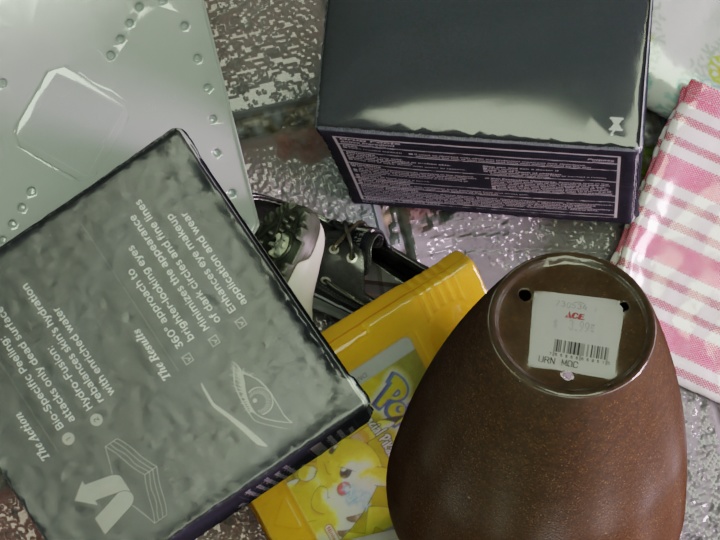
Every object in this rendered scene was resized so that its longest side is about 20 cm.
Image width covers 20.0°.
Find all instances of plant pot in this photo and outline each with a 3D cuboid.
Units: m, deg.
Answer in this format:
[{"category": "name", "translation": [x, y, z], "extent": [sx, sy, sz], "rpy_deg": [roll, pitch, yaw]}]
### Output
[{"category": "plant pot", "translation": [0.112, 0.083, 1.184], "extent": [0.187, 0.200, 0.187], "rpy_deg": [1, 58, -2]}]

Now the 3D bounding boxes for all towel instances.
[{"category": "towel", "translation": [0.259, -0.193, 1.441], "extent": [0.171, 0.048, 0.200], "rpy_deg": [28, 79, -2]}, {"category": "towel", "translation": [0.253, -0.014, 1.399], "extent": [0.146, 0.030, 0.200], "rpy_deg": [22, 92, -3]}]

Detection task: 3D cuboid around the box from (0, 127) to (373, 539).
[{"category": "box", "translation": [-0.128, 0.058, 1.202], "extent": [0.200, 0.117, 0.197], "rpy_deg": [-34, 83, -3]}]

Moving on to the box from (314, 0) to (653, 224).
[{"category": "box", "translation": [0.085, -0.115, 1.307], "extent": [0.200, 0.198, 0.123], "rpy_deg": [4, 80, 7]}]

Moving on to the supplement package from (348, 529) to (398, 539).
[{"category": "supplement package", "translation": [0.072, 0.229, 1.295], "extent": [0.200, 0.114, 0.110], "rpy_deg": [-12, 118, -9]}]

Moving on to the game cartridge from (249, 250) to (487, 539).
[{"category": "game cartridge", "translation": [0.018, 0.109, 1.321], "extent": [0.200, 0.032, 0.176], "rpy_deg": [-31, 119, -8]}]

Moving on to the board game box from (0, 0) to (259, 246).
[{"category": "board game box", "translation": [-0.182, -0.093, 1.276], "extent": [0.200, 0.026, 0.200], "rpy_deg": [-16, 101, -12]}]

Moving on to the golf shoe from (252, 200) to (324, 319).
[{"category": "golf shoe", "translation": [-0.055, 0.050, 1.327], "extent": [0.088, 0.077, 0.200], "rpy_deg": [13, 110, -25]}]

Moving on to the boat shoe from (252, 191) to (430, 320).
[{"category": "boat shoe", "translation": [0.000, 0.000, 1.352], "extent": [0.200, 0.066, 0.070], "rpy_deg": [35, 45, -3]}]
